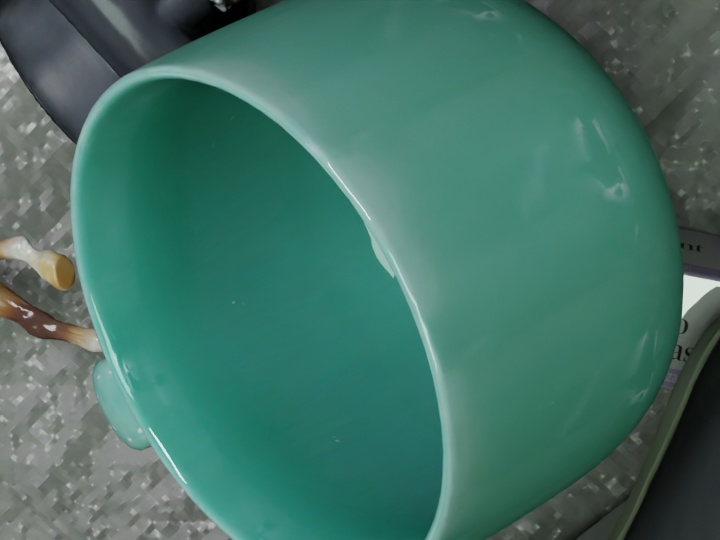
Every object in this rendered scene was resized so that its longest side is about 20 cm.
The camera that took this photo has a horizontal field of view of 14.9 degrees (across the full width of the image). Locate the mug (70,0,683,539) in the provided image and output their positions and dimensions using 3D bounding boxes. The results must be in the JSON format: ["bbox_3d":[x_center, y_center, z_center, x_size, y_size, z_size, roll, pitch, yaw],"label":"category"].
[{"bbox_3d":[0.002,-0.008,0.752,0.185,0.114,0.152,22,129,45],"label":"mug"}]

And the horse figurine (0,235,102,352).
[{"bbox_3d":[-0.149,-0.031,0.830,0.132,0.050,0.200,-1,123,33],"label":"horse figurine"}]

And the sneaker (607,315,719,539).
[{"bbox_3d":[0.102,0.098,0.735,0.075,0.106,0.201,17,83,-9],"label":"sneaker"}]

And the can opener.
[{"bbox_3d":[-0.099,-0.113,0.794,0.079,0.063,0.200,-35,102,11],"label":"can opener"}]

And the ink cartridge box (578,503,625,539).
[{"bbox_3d":[0.060,0.195,0.869,0.146,0.084,0.200,44,110,-8],"label":"ink cartridge box"}]

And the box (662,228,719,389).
[{"bbox_3d":[0.132,0.019,0.824,0.199,0.041,0.039,12,111,4],"label":"box"}]
